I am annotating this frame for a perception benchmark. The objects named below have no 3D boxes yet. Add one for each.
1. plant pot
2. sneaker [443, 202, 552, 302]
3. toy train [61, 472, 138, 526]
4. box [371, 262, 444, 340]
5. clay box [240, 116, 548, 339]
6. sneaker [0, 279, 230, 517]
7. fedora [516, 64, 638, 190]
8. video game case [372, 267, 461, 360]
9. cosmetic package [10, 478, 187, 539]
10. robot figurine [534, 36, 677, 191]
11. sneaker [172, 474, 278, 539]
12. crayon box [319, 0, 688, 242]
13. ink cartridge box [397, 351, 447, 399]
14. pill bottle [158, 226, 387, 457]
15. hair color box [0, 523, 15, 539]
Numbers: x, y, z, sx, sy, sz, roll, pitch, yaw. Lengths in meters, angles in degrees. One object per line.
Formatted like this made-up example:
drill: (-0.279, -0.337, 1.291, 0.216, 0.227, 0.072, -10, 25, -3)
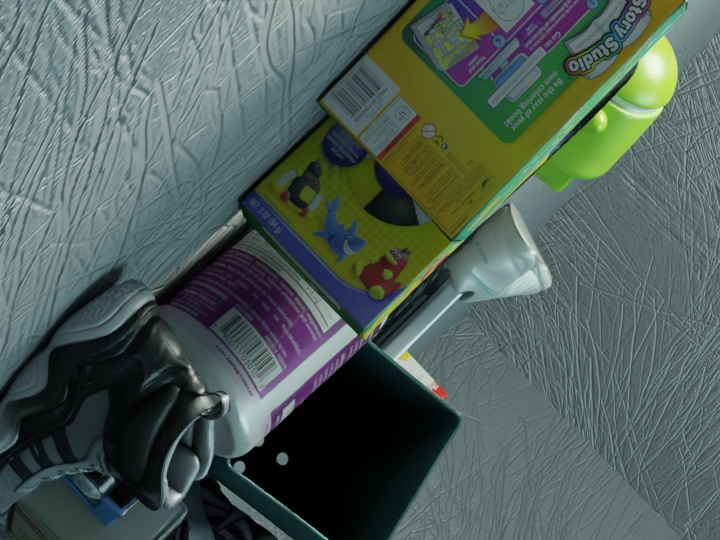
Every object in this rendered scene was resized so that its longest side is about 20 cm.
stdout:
plant pot: (-0.048, 0.132, 1.436, 0.142, 0.141, 0.200, -56, -163, -17)
sneaker: (0.113, -0.009, 1.551, 0.080, 0.071, 0.200, -30, 168, 7)
toy train: (-0.133, 0.092, 1.300, 0.200, 0.087, 0.114, -44, -176, -25)
box: (0.000, 0.000, 1.524, 0.164, 0.086, 0.200, -44, 174, -16)
clay box: (0.033, -0.068, 1.166, 0.200, 0.115, 0.048, -45, 173, -8)
sneaker: (-0.157, 0.107, 1.058, 0.200, 0.114, 0.075, -48, 173, 28)
fedora: (0.135, -0.137, 1.493, 0.200, 0.092, 0.201, -43, 177, -3)
video game case: (0.018, 0.025, 1.698, 0.200, 0.023, 0.182, -45, -154, -2)
cosmetic package: (-0.208, 0.201, 1.412, 0.087, 0.103, 0.200, -43, 172, -24)
robot figurine: (0.234, -0.172, 1.808, 0.200, 0.116, 0.176, -50, 178, 39)
sneaker: (-0.107, 0.221, 1.442, 0.200, 0.085, 0.081, -114, -143, -73)
crayon box: (0.086, -0.128, 1.098, 0.200, 0.119, 0.058, -45, 174, 7)
ink cartridge box: (0.017, 0.115, 1.867, 0.067, 0.200, 0.116, -45, 174, 14)
pill bottle: (-0.050, 0.023, 1.227, 0.200, 0.112, 0.112, -41, 173, -27)
hair color box: (-0.279, 0.210, 1.191, 0.099, 0.061, 0.200, -44, 175, -5)
